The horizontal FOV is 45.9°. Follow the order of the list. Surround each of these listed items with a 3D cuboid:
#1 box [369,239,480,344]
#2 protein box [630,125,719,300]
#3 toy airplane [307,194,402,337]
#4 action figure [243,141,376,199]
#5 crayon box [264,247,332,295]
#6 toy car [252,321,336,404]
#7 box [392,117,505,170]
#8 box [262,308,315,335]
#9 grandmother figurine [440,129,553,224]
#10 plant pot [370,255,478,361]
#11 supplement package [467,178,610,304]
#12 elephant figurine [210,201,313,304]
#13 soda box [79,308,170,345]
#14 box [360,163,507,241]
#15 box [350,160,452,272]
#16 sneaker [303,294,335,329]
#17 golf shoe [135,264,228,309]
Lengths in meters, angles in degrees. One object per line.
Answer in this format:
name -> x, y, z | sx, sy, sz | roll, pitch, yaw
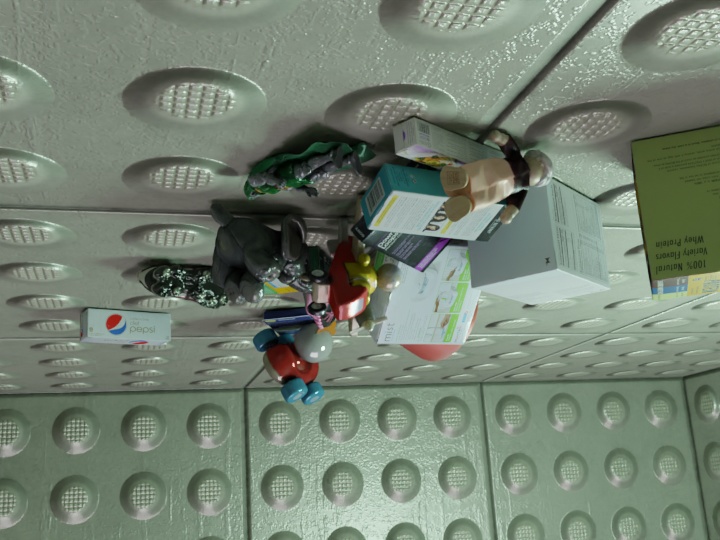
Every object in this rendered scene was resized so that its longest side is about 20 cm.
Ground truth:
box -> 0.112, 0.023, 1.469 | 0.175, 0.097, 0.201 | 2, 120, -20
protein box -> 0.492, -0.081, 1.185 | 0.197, 0.202, 0.135 | -9, 164, 18
toy airplane -> 0.000, 0.000, 1.372 | 0.140, 0.201, 0.200 | 7, 166, 6
action figure -> -0.089, -0.130, 1.160 | 0.199, 0.055, 0.118 | -11, 166, 41
crayon box -> -0.157, 0.006, 1.635 | 0.198, 0.052, 0.126 | -8, 164, 12
toy car -> -0.124, 0.195, 2.082 | 0.200, 0.185, 0.177 | -39, 155, 13
box -> 0.124, -0.155, 1.134 | 0.199, 0.042, 0.039 | 10, 160, -44
box -> -0.165, 0.123, 2.095 | 0.120, 0.033, 0.200 | -6, 166, 5
grandmother figurine -> 0.188, -0.126, 1.129 | 0.199, 0.122, 0.060 | -16, -160, -41
plant pot -> 0.099, 0.056, 1.648 | 0.177, 0.202, 0.200 | 23, 152, -37
supplement package -> 0.286, -0.042, 1.372 | 0.151, 0.152, 0.199 | -14, 162, 37
elephant figurine -> -0.139, -0.028, 1.379 | 0.141, 0.156, 0.199 | 34, -147, 27
soda box -> -0.544, 0.132, 1.972 | 0.199, 0.069, 0.063 | 7, 162, -35
box -> 0.107, -0.090, 1.156 | 0.198, 0.049, 0.082 | 5, 143, -28
box -> 0.087, -0.078, 1.266 | 0.143, 0.036, 0.200 | -49, 148, 12
sneaker -> -0.066, 0.074, 1.886 | 0.095, 0.080, 0.200 | -17, 165, 4
golf shoe -> -0.338, 0.023, 1.651 | 0.088, 0.078, 0.199 | 10, 175, 41
